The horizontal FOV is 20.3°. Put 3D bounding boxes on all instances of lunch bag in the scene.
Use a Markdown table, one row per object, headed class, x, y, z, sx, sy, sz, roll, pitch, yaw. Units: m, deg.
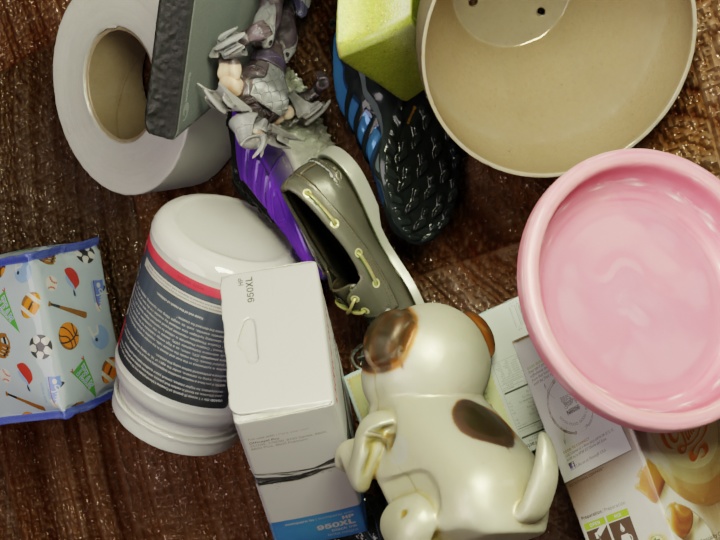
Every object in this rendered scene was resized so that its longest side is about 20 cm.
| class | x | y | z | sx | sy | sz | roll | pitch | yaw |
| --- | --- | --- | --- | --- | --- | --- | --- | --- | --- |
| lunch bag | -0.338 | 0.065 | 1.998 | 0.199 | 0.124 | 0.171 | -11 | 91 | 38 |

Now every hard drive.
| class | x | y | z | sx | sy | sz | roll | pitch | yaw |
| --- | --- | --- | --- | --- | --- | --- | --- | --- | --- |
| hard drive | -0.123 | -0.204 | 1.659 | 0.033 | 0.200 | 0.140 | 15 | 115 | 11 |

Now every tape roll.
| class | x | y | z | sx | sy | sz | roll | pitch | yaw |
| --- | --- | --- | --- | --- | --- | --- | --- | --- | --- |
| tape roll | -0.194 | -0.173 | 1.839 | 0.202 | 0.071 | 0.204 | 11 | 106 | 44 |

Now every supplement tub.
| class | x | y | z | sx | sy | sz | roll | pitch | yaw |
| --- | --- | --- | --- | --- | --- | --- | --- | --- | --- |
| supplement tub | -0.138 | 0.047 | 1.776 | 0.140 | 0.140 | 0.201 | 39 | 123 | 33 |

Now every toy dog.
| class | x | y | z | sx | sy | sz | roll | pitch | yaw |
| --- | --- | --- | --- | --- | --- | --- | --- | --- | --- |
| toy dog | 0.057 | 0.122 | 1.508 | 0.194 | 0.139 | 0.201 | -49 | 50 | 52 |

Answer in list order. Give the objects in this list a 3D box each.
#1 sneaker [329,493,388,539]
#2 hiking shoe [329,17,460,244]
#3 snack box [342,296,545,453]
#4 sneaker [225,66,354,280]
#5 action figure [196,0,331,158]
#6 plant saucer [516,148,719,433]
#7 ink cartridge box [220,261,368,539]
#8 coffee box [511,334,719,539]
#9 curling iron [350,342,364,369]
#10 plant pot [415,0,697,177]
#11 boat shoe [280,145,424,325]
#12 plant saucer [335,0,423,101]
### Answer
| class | x | y | z | sx | sy | sz | roll | pitch | yaw |
| --- | --- | --- | --- | --- | --- | --- | --- | --- | --- |
| sneaker | 0.014 | 0.218 | 1.722 | 0.200 | 0.073 | 0.082 | 37 | 104 | 29 |
| hiking shoe | 0.027 | -0.119 | 1.641 | 0.087 | 0.074 | 0.201 | 165 | 94 | -68 |
| snack box | 0.090 | 0.102 | 1.596 | 0.199 | 0.037 | 0.117 | -26 | 80 | 29 |
| sneaker | -0.063 | -0.072 | 1.735 | 0.099 | 0.069 | 0.201 | -41 | 63 | 47 |
| action figure | -0.072 | -0.185 | 1.650 | 0.069 | 0.130 | 0.201 | 1 | 69 | 25 |
| plant saucer | 0.196 | 0.017 | 1.405 | 0.202 | 0.199 | 0.051 | 70 | 157 | 9 |
| ink cartridge box | -0.053 | 0.111 | 1.642 | 0.200 | 0.084 | 0.145 | 77 | -177 | -53 |
| coffee box | 0.205 | 0.123 | 1.465 | 0.080 | 0.114 | 0.201 | -29 | 78 | 44 |
| curling iron | 0.034 | 0.145 | 1.675 | 0.026 | 0.049 | 0.201 | -28 | 72 | 42 |
| plant pot | 0.126 | -0.185 | 1.453 | 0.135 | 0.199 | 0.201 | -116 | 35 | -62 |
| boat shoe | -0.001 | 0.000 | 1.646 | 0.072 | 0.060 | 0.203 | 5 | 124 | 61 |
| plant saucer | 0.036 | -0.241 | 1.506 | 0.048 | 0.200 | 0.201 | 1 | 85 | 17 |
